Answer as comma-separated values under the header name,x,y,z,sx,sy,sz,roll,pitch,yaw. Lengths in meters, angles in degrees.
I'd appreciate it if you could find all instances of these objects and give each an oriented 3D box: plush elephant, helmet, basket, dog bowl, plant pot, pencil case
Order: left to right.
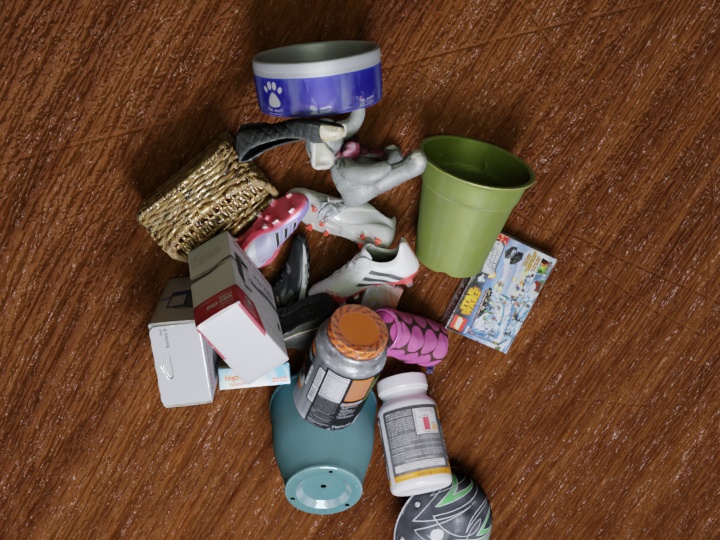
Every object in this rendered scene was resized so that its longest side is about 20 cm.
name,x,y,z,sx,sy,sz,roll,pitch,yaw
basket,-0.242,-0.101,1.366,0.199,0.143,0.150,-37,109,5
dog bowl,-0.065,-0.297,1.295,0.196,0.201,0.080,-8,113,-6
plant pot,-0.063,0.310,1.478,0.196,0.190,0.202,-2,131,-2
plush elephant,-0.020,-0.192,1.357,0.198,0.165,0.156,-31,107,-1
pencil case,0.076,0.122,1.472,0.093,0.092,0.199,-19,157,27
helmet,0.151,0.469,1.595,0.196,0.191,0.203,-3,109,-8
plant pot,0.171,-0.098,1.421,0.197,0.201,0.192,8,119,-11

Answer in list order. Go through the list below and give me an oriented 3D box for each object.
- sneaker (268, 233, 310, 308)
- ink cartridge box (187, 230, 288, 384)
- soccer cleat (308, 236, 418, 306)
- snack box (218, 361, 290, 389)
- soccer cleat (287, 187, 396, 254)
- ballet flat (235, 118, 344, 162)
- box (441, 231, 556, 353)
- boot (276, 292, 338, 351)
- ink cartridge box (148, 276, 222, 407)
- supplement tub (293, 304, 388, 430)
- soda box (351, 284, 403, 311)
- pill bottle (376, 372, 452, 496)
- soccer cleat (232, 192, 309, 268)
name,x,y,z,sx,sy,sz,roll,pitch,yaw
sneaker,-0.134,0.035,1.468,0.086,0.076,0.203,5,108,-4
ink cartridge box,-0.197,0.055,1.339,0.082,0.201,0.147,-30,127,7
soccer cleat,0.000,0.000,1.415,0.197,0.069,0.086,-14,120,14
snack box,-0.180,0.174,1.441,0.114,0.200,0.038,-5,87,-6
soccer cleat,-0.033,-0.096,1.448,0.197,0.078,0.070,24,141,1
ballet flat,-0.104,-0.195,1.258,0.197,0.066,0.058,1,91,35
box,0.252,0.036,1.543,0.135,0.040,0.202,23,104,-16
boot,-0.107,0.125,1.445,0.197,0.078,0.139,-15,137,21
ink cartridge box,-0.283,0.112,1.398,0.086,0.200,0.148,-6,110,1
supplement tub,-0.030,0.155,1.362,0.121,0.124,0.201,13,133,-13
soda box,0.008,0.102,1.517,0.067,0.064,0.203,17,105,-14
pill bottle,0.092,0.294,1.521,0.114,0.117,0.203,-8,69,-6
soccer cleat,-0.152,-0.057,1.426,0.199,0.067,0.076,-37,132,21
